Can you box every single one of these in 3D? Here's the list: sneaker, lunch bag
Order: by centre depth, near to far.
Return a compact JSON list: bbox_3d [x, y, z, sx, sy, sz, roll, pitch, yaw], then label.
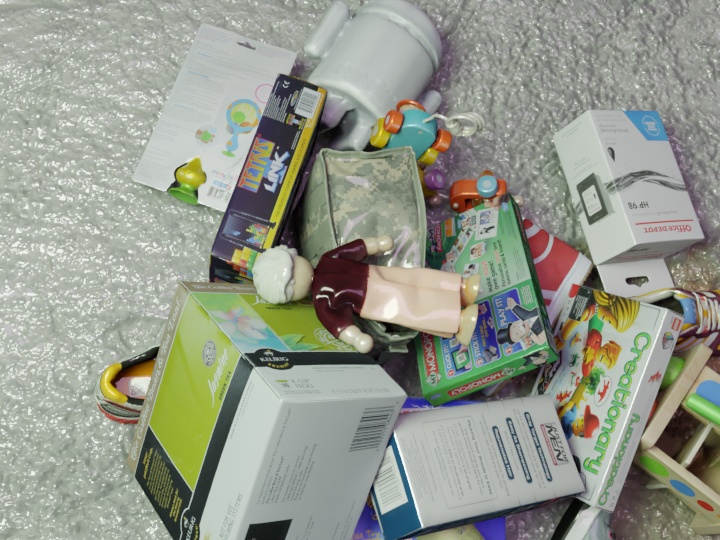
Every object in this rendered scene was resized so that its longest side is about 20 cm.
[{"bbox_3d":[0.242,0.306,0.977,0.121,0.084,0.200,29,79,7],"label":"sneaker"},{"bbox_3d":[-0.163,0.105,0.984,0.200,0.082,0.078,-15,76,-13],"label":"sneaker"},{"bbox_3d":[0.000,0.000,0.997,0.117,0.164,0.200,-5,73,-15],"label":"lunch bag"},{"bbox_3d":[0.155,0.032,1.058,0.112,0.071,0.200,38,64,1],"label":"sneaker"},{"bbox_3d":[0.358,0.055,1.069,0.200,0.090,0.075,-9,74,-10],"label":"sneaker"}]

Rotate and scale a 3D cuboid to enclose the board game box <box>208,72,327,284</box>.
[{"bbox_3d":[-0.097,-0.072,1.004,0.057,0.165,0.200,20,71,-4],"label":"board game box"}]

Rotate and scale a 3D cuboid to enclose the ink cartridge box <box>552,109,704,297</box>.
[{"bbox_3d":[0.302,-0.074,1.096,0.116,0.067,0.200,-6,72,-33],"label":"ink cartridge box"}]

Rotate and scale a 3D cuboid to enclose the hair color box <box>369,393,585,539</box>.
[{"bbox_3d":[0.101,0.175,0.895,0.200,0.061,0.100,-1,65,-36],"label":"hair color box"}]

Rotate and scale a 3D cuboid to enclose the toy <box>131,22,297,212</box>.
[{"bbox_3d":[-0.156,-0.162,1.084,0.115,0.047,0.200,19,71,5],"label":"toy"}]

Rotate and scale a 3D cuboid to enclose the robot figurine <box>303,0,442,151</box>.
[{"bbox_3d":[0.017,-0.217,1.094,0.170,0.113,0.200,40,70,-24],"label":"robot figurine"}]

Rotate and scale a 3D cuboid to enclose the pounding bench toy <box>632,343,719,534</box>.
[{"bbox_3d":[0.346,0.158,0.978,0.156,0.200,0.124,38,72,4],"label":"pounding bench toy"}]

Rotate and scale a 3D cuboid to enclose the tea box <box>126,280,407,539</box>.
[{"bbox_3d":[-0.091,0.140,0.869,0.133,0.200,0.197,3,27,-39],"label":"tea box"}]

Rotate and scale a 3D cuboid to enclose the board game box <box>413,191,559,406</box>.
[{"bbox_3d":[0.113,0.025,1.002,0.134,0.029,0.200,-25,48,21],"label":"board game box"}]

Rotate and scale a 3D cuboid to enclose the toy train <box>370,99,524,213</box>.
[{"bbox_3d":[0.092,-0.122,1.053,0.150,0.200,0.056,-1,61,17],"label":"toy train"}]

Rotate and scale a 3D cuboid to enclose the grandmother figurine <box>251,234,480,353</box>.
[{"bbox_3d":[0.002,0.020,0.876,0.200,0.061,0.121,12,45,-2],"label":"grandmother figurine"}]

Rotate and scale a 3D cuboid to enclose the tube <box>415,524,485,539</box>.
[{"bbox_3d":[0.109,0.283,0.905,0.058,0.052,0.200,-36,83,-17],"label":"tube"}]

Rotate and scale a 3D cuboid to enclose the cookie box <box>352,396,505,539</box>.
[{"bbox_3d":[0.055,0.230,0.979,0.171,0.075,0.200,5,73,-8],"label":"cookie box"}]

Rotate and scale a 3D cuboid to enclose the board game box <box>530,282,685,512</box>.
[{"bbox_3d":[0.230,0.121,0.983,0.035,0.126,0.200,22,88,-35],"label":"board game box"}]
